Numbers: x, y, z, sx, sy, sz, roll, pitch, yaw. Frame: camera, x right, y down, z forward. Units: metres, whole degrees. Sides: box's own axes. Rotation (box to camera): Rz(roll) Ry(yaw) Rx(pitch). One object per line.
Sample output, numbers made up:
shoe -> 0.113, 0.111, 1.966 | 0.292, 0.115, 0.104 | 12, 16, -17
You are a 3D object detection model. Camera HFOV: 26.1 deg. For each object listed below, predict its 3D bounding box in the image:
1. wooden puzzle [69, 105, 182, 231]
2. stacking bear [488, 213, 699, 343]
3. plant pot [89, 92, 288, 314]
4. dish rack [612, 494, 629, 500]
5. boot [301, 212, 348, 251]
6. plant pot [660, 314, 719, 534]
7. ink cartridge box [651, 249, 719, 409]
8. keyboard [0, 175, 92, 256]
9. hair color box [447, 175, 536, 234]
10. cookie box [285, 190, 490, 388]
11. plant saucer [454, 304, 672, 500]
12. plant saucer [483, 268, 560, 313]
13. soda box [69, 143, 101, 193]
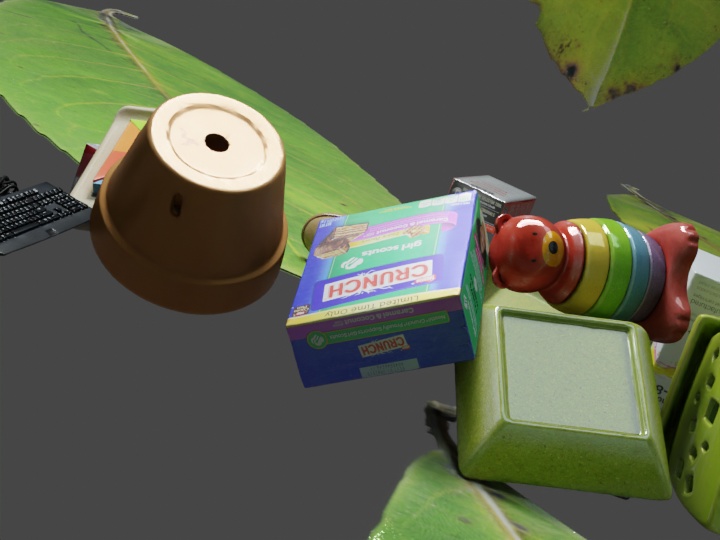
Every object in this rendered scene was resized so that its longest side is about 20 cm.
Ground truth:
wooden puzzle -> -0.207, -0.111, 1.686 | 0.183, 0.037, 0.201 | 8, 42, 8
stacking bear -> 0.219, -0.004, 1.541 | 0.199, 0.123, 0.114 | 12, -9, -26
plant pot -> -0.155, -0.077, 1.523 | 0.198, 0.140, 0.201 | 12, 46, -13
dish rack -> 0.196, 0.156, 1.530 | 0.199, 0.055, 0.154 | 21, 14, -5
boot -> 0.000, 0.000, 1.803 | 0.174, 0.067, 0.200 | 24, 14, 1
plant pot -> 0.414, 0.160, 1.574 | 0.199, 0.201, 0.181 | 16, 8, -22
ink cartridge box -> 0.397, 0.100, 1.756 | 0.144, 0.201, 0.145 | 21, 16, 1
keyboard -> -0.343, -0.067, 1.540 | 0.103, 0.040, 0.200 | 24, 18, 11
hair color box -> 0.218, -0.112, 2.609 | 0.101, 0.062, 0.200 | 26, 13, 18
cookie box -> 0.031, 0.015, 1.480 | 0.170, 0.076, 0.200 | -10, 29, 15
plant saucer -> 0.189, 0.107, 1.436 | 0.198, 0.048, 0.201 | 7, 46, -7
plant saucer -> 0.198, 0.057, 1.613 | 0.199, 0.048, 0.200 | 28, 24, 13
soda box -> -0.229, -0.075, 1.739 | 0.199, 0.064, 0.070 | 29, 15, 28
